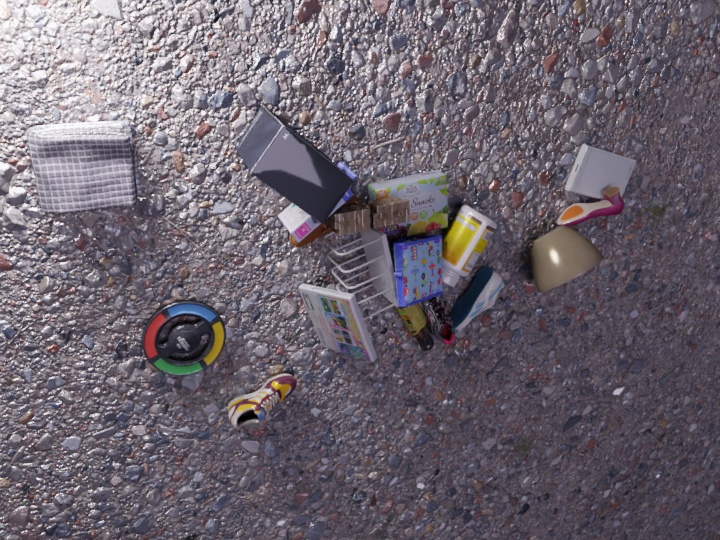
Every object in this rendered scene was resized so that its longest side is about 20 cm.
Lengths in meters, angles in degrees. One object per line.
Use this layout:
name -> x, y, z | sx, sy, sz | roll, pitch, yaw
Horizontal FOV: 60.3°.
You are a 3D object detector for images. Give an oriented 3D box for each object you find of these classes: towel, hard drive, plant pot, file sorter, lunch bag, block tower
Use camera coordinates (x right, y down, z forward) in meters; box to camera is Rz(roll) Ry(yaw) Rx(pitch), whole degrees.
towel -> -0.545, -0.204, 1.238 | 0.196, 0.086, 0.169 | -8, 117, -20
hard drive -> 0.686, -0.273, 1.770 | 0.197, 0.027, 0.134 | 8, 110, -27
plant pot -> 0.559, -0.045, 1.746 | 0.198, 0.200, 0.136 | -29, 86, -8
file sorter -> 0.000, 0.000, 1.530 | 0.123, 0.139, 0.203 | -24, 121, -16
lunch bag -> 0.133, -0.001, 1.537 | 0.199, 0.092, 0.154 | -19, 108, -63
block tower -> 0.019, -0.130, 1.461 | 0.197, 0.058, 0.055 | -12, 114, -23

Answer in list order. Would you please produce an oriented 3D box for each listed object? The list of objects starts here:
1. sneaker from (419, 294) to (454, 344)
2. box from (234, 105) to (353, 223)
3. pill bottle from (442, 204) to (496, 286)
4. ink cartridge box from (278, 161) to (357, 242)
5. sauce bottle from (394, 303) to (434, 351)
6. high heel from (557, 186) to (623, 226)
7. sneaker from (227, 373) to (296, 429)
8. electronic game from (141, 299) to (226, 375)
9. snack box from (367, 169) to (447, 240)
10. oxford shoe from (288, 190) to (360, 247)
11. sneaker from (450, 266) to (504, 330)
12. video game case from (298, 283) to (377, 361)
sneaker -> 0.218, 0.115, 1.721 | 0.080, 0.075, 0.202 | -30, 121, -7
box -> -0.147, -0.228, 1.331 | 0.199, 0.199, 0.124 | 34, 98, -31
pill bottle -> 0.267, -0.063, 1.638 | 0.108, 0.109, 0.202 | 24, 103, -30
ink cartridge box -> -0.093, -0.160, 1.432 | 0.200, 0.119, 0.042 | -43, 123, 0
sauce bottle -> 0.152, 0.141, 1.711 | 0.064, 0.065, 0.202 | -33, 120, -5
high heel -> 0.664, -0.159, 1.789 | 0.198, 0.068, 0.096 | -32, 130, 2
sneaker -> -0.249, 0.348, 1.620 | 0.198, 0.090, 0.076 | -29, 122, -8
electronic game -> -0.422, 0.163, 1.489 | 0.196, 0.042, 0.204 | -10, 117, -19
snack box -> 0.122, -0.163, 1.563 | 0.196, 0.053, 0.145 | -14, 117, -16
oxford shoe -> -0.085, -0.118, 1.486 | 0.199, 0.071, 0.072 | -37, 124, -2
sneaker -> 0.332, 0.092, 1.760 | 0.080, 0.077, 0.201 | 31, 101, -33
video game case -> -0.057, 0.131, 1.557 | 0.024, 0.180, 0.203 | -43, 128, -35
